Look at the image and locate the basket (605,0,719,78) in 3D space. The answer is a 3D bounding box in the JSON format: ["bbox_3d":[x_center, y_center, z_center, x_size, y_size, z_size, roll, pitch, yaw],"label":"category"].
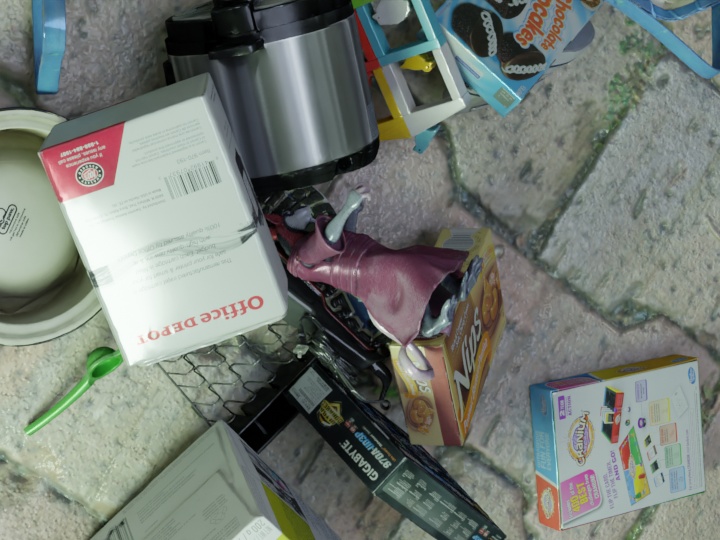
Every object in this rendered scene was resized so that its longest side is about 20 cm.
[{"bbox_3d":[0.312,-0.309,1.673,0.176,0.139,0.201,35,46,-26],"label":"basket"}]

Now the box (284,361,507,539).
[{"bbox_3d":[0.034,0.181,1.532,0.046,0.159,0.200,-47,137,1],"label":"box"}]

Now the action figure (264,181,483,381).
[{"bbox_3d":[0.000,0.000,1.459,0.199,0.134,0.150,17,91,15],"label":"action figure"}]

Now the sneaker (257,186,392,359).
[{"bbox_3d":[-0.032,-0.002,1.565,0.078,0.089,0.200,-34,93,-1],"label":"sneaker"}]

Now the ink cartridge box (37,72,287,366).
[{"bbox_3d":[-0.158,-0.041,1.365,0.145,0.083,0.201,-18,110,4],"label":"ink cartridge box"}]

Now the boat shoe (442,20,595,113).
[{"bbox_3d":[0.153,-0.212,1.650,0.200,0.065,0.074,-24,68,-37],"label":"boat shoe"}]

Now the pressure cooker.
[{"bbox_3d":[-0.080,-0.179,1.458,0.178,0.176,0.201,-20,108,-28],"label":"pressure cooker"}]

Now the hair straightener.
[{"bbox_3d":[-0.044,0.062,1.489,0.200,0.041,0.077,48,39,-14],"label":"hair straightener"}]

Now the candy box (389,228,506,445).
[{"bbox_3d":[0.086,0.060,1.566,0.200,0.055,0.116,-62,145,-52],"label":"candy box"}]

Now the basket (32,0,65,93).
[{"bbox_3d":[-0.258,-0.258,1.351,0.138,0.176,0.201,-5,82,-16],"label":"basket"}]

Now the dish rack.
[{"bbox_3d":[-0.123,0.056,1.526,0.153,0.054,0.200,-45,113,-19],"label":"dish rack"}]

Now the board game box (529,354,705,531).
[{"bbox_3d":[0.278,0.182,1.769,0.199,0.040,0.154,-9,99,-28],"label":"board game box"}]

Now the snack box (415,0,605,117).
[{"bbox_3d":[0.150,-0.247,1.598,0.116,0.037,0.200,42,50,-2],"label":"snack box"}]

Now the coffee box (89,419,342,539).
[{"bbox_3d":[-0.114,0.296,1.444,0.200,0.200,0.198,-42,114,1],"label":"coffee box"}]

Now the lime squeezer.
[{"bbox_3d":[-0.234,0.061,1.459,0.070,0.038,0.201,20,85,1],"label":"lime squeezer"}]

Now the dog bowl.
[{"bbox_3d":[-0.298,-0.039,1.408,0.199,0.074,0.201,-3,97,-28],"label":"dog bowl"}]

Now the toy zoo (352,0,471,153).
[{"bbox_3d":[0.019,-0.200,1.545,0.201,0.131,0.020,66,29,-17],"label":"toy zoo"}]
